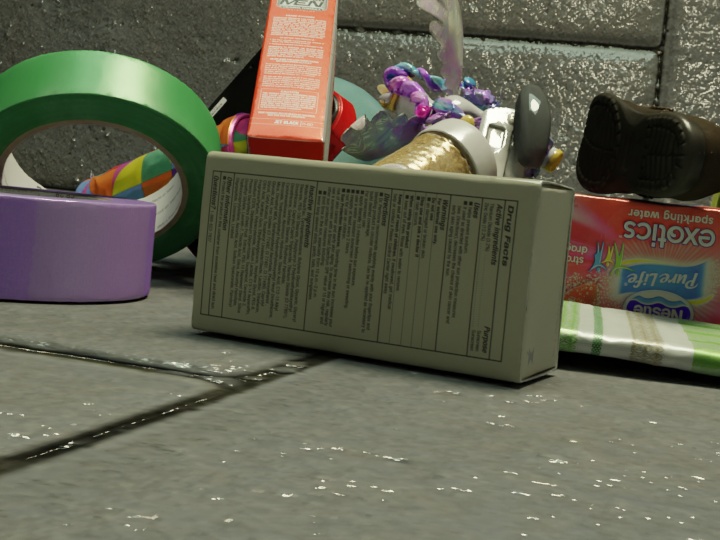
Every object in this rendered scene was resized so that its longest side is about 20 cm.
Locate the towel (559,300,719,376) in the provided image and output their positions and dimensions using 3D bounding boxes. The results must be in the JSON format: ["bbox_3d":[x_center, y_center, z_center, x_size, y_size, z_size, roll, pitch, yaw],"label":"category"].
[{"bbox_3d":[0.142,0.043,0.756,0.197,0.031,0.149,9,7,11],"label":"towel"}]

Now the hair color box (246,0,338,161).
[{"bbox_3d":[-0.053,-0.128,0.977,0.060,0.102,0.201,4,43,0],"label":"hair color box"}]

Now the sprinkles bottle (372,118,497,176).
[{"bbox_3d":[0.015,-0.040,0.850,0.068,0.069,0.199,9,32,42],"label":"sprinkles bottle"}]

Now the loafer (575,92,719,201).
[{"bbox_3d":[0.214,-0.081,0.872,0.070,0.074,0.200,10,12,-13],"label":"loafer"}]

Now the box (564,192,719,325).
[{"bbox_3d":[0.219,0.002,0.877,0.197,0.104,0.095,8,5,13],"label":"box"}]

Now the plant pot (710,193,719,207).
[{"bbox_3d":[0.427,-0.020,1.019,0.199,0.203,0.192,9,-7,42],"label":"plant pot"}]

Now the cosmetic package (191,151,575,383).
[{"bbox_3d":[0.010,-0.006,0.667,0.198,0.105,0.073,9,4,24],"label":"cosmetic package"}]

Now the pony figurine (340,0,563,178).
[{"bbox_3d":[0.080,-0.133,1.072,0.199,0.167,0.193,37,-1,15],"label":"pony figurine"}]

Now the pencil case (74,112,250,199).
[{"bbox_3d":[-0.165,-0.072,1.074,0.198,0.090,0.088,-17,-8,29],"label":"pencil case"}]

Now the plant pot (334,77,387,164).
[{"bbox_3d":[-0.060,-0.098,1.219,0.197,0.203,0.135,6,7,9],"label":"plant pot"}]

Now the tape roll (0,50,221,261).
[{"bbox_3d":[-0.208,-0.081,0.948,0.197,0.049,0.202,-2,-39,-2],"label":"tape roll"}]

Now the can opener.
[{"bbox_3d":[0.109,-0.060,0.930,0.053,0.202,0.067,16,-35,-2],"label":"can opener"}]

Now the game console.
[{"bbox_3d":[-0.107,-0.107,1.134,0.031,0.200,0.177,42,0,-42],"label":"game console"}]

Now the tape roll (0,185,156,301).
[{"bbox_3d":[-0.242,-0.024,0.831,0.197,0.067,0.200,7,4,0],"label":"tape roll"}]
